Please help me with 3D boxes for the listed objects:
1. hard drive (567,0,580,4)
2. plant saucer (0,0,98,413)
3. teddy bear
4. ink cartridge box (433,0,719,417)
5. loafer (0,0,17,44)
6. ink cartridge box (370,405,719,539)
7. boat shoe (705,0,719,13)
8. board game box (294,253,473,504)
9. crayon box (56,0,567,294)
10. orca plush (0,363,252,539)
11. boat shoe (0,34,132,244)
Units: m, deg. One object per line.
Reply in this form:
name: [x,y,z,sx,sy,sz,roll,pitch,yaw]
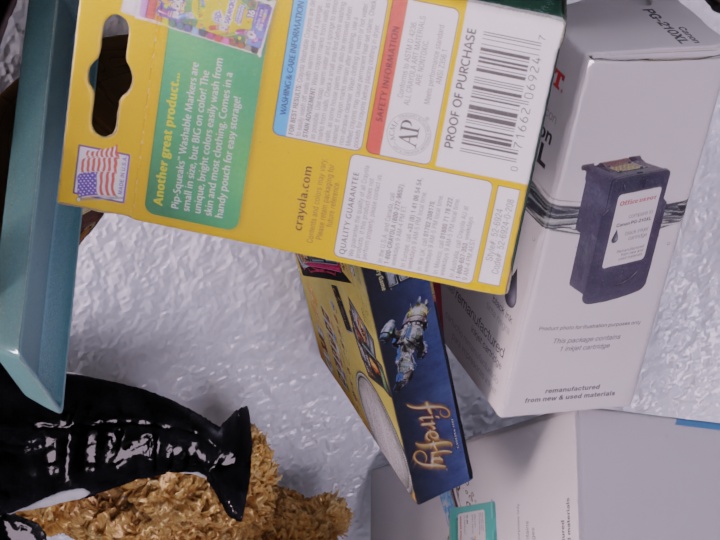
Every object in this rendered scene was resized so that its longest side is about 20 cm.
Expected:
hard drive: [0.081,-0.176,0.904,0.198,0.027,0.133,-17,129,-13]
plant saucer: [-0.137,-0.043,0.902,0.019,0.202,0.070,0,156,8]
teddy bear: [-0.095,0.137,1.125,0.145,0.067,0.200,-38,130,4]
ink cartridge box: [0.095,-0.051,1.042,0.084,0.145,0.202,-3,122,-25]
loafer: [-0.161,-0.121,0.884,0.202,0.063,0.072,-67,164,0]
ink cartridge box: [0.117,0.170,1.143,0.146,0.148,0.199,9,162,-31]
boat shoe: [0.164,-0.207,1.024,0.060,0.074,0.200,-41,138,-2]
board game box: [0.000,0.000,1.036,0.034,0.136,0.201,-22,129,-11]
crayon box: [-0.021,-0.074,0.877,0.198,0.052,0.127,11,115,1]
orca plush: [-0.153,0.096,1.021,0.198,0.071,0.106,15,92,-1]
boat shoe: [-0.159,-0.031,0.967,0.200,0.072,0.072,-49,178,-24]
